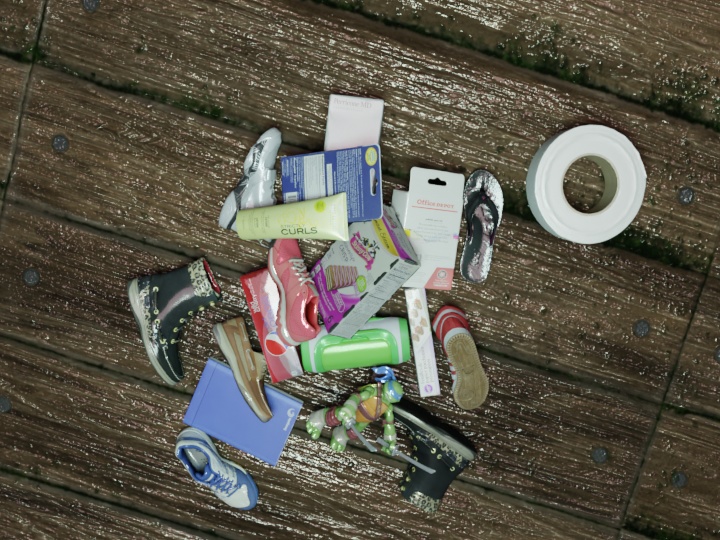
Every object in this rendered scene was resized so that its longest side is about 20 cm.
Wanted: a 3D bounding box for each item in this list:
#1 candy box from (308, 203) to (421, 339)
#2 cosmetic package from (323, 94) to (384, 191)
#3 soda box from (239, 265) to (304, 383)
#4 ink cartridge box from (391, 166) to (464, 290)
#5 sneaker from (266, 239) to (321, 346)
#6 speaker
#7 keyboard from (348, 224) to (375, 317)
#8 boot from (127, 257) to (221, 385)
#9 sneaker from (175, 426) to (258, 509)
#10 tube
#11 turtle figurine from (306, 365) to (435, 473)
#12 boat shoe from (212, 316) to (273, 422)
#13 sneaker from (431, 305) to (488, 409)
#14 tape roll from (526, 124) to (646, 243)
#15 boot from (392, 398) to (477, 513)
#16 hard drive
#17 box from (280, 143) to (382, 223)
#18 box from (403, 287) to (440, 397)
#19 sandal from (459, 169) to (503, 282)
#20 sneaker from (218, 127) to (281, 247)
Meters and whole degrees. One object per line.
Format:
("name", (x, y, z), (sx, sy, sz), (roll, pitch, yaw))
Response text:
("candy box", (0.000, 0.000, 1.162), (0.060, 0.138, 0.200), (16, 127, -43))
("cosmetic package", (-0.017, -0.201, 1.198), (0.098, 0.074, 0.207), (6, 97, 2))
("soda box", (-0.158, 0.095, 1.239), (0.062, 0.070, 0.206), (-16, 97, 4))
("ink cartridge box", (0.112, -0.075, 1.200), (0.113, 0.067, 0.207), (5, 98, -23))
("sneaker", (-0.105, 0.027, 1.182), (0.085, 0.073, 0.207), (-11, 86, 39))
("speaker", (-0.009, 0.135, 1.235), (0.193, 0.088, 0.091), (-6, 97, 1))
("keyboard", (-0.006, -0.006, 1.257), (0.054, 0.011, 0.207), (-5, 97, -4))
("boot", (-0.322, 0.091, 1.233), (0.150, 0.074, 0.209), (-20, 97, 0))
("sneaker", (-0.276, 0.387, 1.268), (0.200, 0.088, 0.075), (44, 94, -6))
("tube", (-0.113, -0.085, 1.135), (0.194, 0.053, 0.059), (-2, 133, 17))
("turtle figurine", (-0.001, 0.285, 1.191), (0.192, 0.142, 0.205), (-30, 69, 37))
("boat shoe", (-0.201, 0.177, 1.235), (0.070, 0.076, 0.204), (-25, 84, -15))
("sneaker", (0.184, 0.157, 1.252), (0.069, 0.114, 0.204), (-16, 126, 0))
("tape roll", (0.399, -0.153, 1.203), (0.196, 0.071, 0.209), (0, 96, 1))
("boot", (0.101, 0.346, 1.267), (0.200, 0.074, 0.156), (31, 99, -2))
("hard drive", (-0.223, 0.268, 1.283), (0.196, 0.025, 0.135), (25, 96, -2))
("box", (-0.045, -0.140, 1.141), (0.195, 0.032, 0.125), (-2, 91, 30))
("box", (0.114, 0.129, 1.255), (0.037, 0.041, 0.207), (-9, 96, 2))
("sandal", (0.221, -0.079, 1.224), (0.073, 0.048, 0.207), (3, 98, 0))
("sneaker", (-0.165, -0.144, 1.210), (0.113, 0.075, 0.203), (29, 101, -3))
